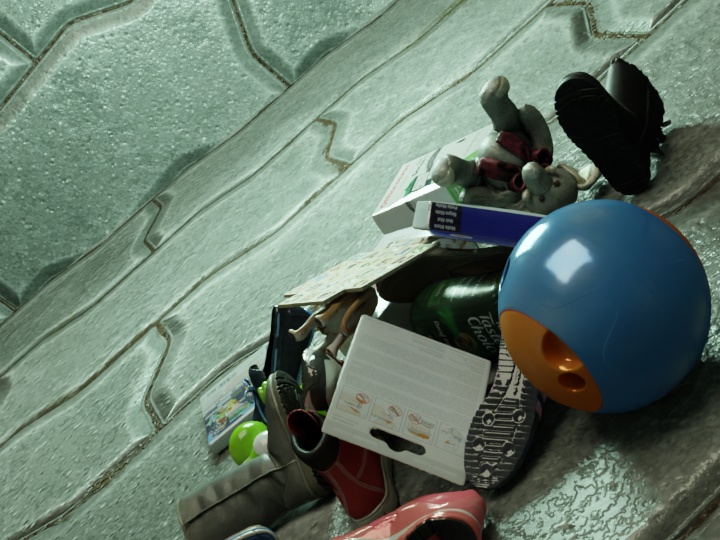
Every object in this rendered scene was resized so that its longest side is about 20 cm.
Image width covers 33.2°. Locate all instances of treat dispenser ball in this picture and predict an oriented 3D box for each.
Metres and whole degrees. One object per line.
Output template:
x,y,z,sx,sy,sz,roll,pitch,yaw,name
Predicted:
0.230,0.034,1.146,0.200,0.201,0.201,-34,21,15,treat dispenser ball

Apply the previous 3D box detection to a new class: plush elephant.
0.219,-0.124,1.593,0.165,0.200,0.155,-53,43,0,plush elephant

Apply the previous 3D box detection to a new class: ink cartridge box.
0.047,0.033,1.640,0.175,0.084,0.200,-13,34,54,ink cartridge box
0.049,0.146,1.303,0.201,0.159,0.048,-69,-1,-52,ink cartridge box
0.131,-0.122,1.819,0.199,0.085,0.147,-21,26,40,ink cartridge box
0.168,-0.052,1.428,0.200,0.197,0.041,-132,49,-83,ink cartridge box

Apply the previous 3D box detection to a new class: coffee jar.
0.157,0.048,1.387,0.199,0.105,0.085,-19,24,46,coffee jar

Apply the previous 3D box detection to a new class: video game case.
-0.151,0.169,1.798,0.199,0.023,0.182,-39,20,1,video game case

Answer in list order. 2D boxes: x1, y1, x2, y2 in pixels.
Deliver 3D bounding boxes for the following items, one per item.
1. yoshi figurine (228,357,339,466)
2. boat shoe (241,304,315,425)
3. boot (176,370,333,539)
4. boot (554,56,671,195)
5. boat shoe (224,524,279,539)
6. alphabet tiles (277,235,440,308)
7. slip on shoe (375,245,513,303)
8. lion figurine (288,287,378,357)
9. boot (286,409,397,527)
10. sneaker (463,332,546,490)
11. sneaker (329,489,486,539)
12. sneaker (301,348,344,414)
-0.097,0.191,1.551,0.200,0.112,0.112,-46,5,-11,yoshi figurine
-0.124,0.141,1.632,0.084,0.068,0.202,5,78,68,boat shoe
-0.139,0.243,1.471,0.199,0.072,0.183,-33,58,24,boot
0.319,-0.209,1.522,0.073,0.198,0.163,-19,35,37,boot
-0.177,0.353,1.382,0.199,0.072,0.072,-39,19,3,boat shoe
0.000,0.000,1.478,0.199,0.006,0.166,-30,14,-34,alphabet tiles
0.119,0.016,1.495,0.198,0.076,0.061,-5,45,-5,slip on shoe
-0.018,0.050,1.472,0.122,0.073,0.200,-41,12,-21,lion figurine
-0.031,0.190,1.364,0.072,0.144,0.200,-40,18,4,boot
0.166,0.141,1.254,0.070,0.082,0.201,12,69,29,sneaker
0.044,0.270,1.199,0.199,0.074,0.087,-23,12,29,sneaker
-0.016,0.133,1.404,0.079,0.075,0.200,-2,-11,15,sneaker
